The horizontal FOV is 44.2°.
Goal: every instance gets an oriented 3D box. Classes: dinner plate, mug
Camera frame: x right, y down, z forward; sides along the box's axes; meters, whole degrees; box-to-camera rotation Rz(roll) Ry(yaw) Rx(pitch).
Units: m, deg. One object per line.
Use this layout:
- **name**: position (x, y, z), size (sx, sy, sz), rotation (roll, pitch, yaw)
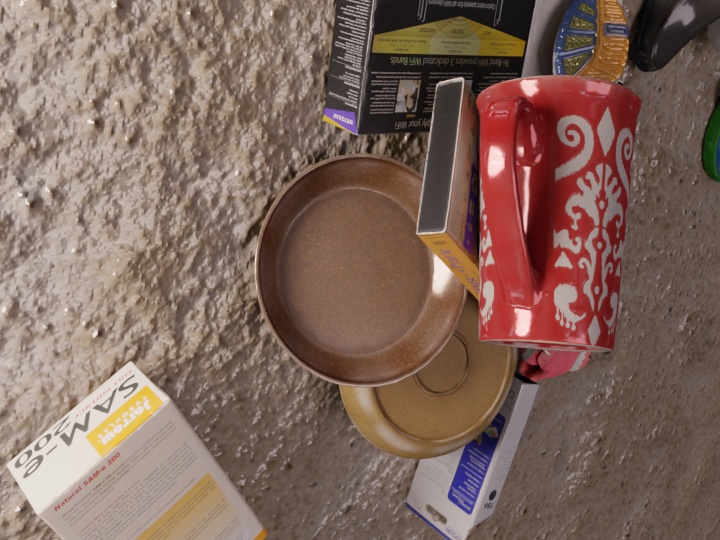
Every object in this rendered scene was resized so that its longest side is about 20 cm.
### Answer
- **dinner plate**: position (0.213, -0.252, 0.910), size (0.198, 0.024, 0.203), rotation (-21, 123, -35)
- **mug**: position (0.136, -0.042, 0.710), size (0.175, 0.133, 0.203), rotation (8, 83, -30)

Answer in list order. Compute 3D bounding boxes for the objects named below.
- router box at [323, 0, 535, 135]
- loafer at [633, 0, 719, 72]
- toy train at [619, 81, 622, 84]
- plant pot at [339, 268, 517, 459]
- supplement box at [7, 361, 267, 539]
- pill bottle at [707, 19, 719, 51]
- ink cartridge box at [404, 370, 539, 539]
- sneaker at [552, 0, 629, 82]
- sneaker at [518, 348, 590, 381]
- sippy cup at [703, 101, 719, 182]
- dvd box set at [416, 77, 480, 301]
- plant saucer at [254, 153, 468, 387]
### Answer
- **router box**: position (0.067, -0.205, 0.778), size (0.198, 0.052, 0.159), rotation (-9, 116, -39)
- **loafer**: position (0.381, -0.307, 0.998), size (0.201, 0.072, 0.073), rotation (-56, 136, -5)
- **toy train**: position (0.250, -0.124, 0.968), size (0.046, 0.034, 0.202), rotation (34, 70, -34)
- **plant pot**: position (0.073, 0.086, 0.852), size (0.197, 0.027, 0.203), rotation (-3, 98, -23)
- **supplement box**: position (-0.178, 0.193, 0.737), size (0.126, 0.073, 0.201), rotation (-40, 132, -20)
- **pill bottle**: position (0.513, -0.333, 1.077), size (0.199, 0.112, 0.113), rotation (-32, 129, -25)
- **ink cartridge box**: position (0.122, 0.197, 0.991), size (0.039, 0.099, 0.203), rotation (9, 104, -45)
- **sneaker**: position (0.220, -0.177, 0.896), size (0.074, 0.088, 0.203), rotation (6, 89, -2)
- **sneaker**: position (0.228, 0.076, 1.018), size (0.086, 0.074, 0.201), rotation (-27, 150, -14)
- **sippy cup**: position (0.549, -0.169, 1.175), size (0.176, 0.130, 0.141), rotation (5, 107, -43)
- **dvd box set**: position (0.111, -0.054, 0.796), size (0.200, 0.029, 0.148), rotation (40, 52, -52)
- **plant saucer**: position (0.000, 0.000, 0.782), size (0.197, 0.037, 0.204), rotation (1, 88, -20)
